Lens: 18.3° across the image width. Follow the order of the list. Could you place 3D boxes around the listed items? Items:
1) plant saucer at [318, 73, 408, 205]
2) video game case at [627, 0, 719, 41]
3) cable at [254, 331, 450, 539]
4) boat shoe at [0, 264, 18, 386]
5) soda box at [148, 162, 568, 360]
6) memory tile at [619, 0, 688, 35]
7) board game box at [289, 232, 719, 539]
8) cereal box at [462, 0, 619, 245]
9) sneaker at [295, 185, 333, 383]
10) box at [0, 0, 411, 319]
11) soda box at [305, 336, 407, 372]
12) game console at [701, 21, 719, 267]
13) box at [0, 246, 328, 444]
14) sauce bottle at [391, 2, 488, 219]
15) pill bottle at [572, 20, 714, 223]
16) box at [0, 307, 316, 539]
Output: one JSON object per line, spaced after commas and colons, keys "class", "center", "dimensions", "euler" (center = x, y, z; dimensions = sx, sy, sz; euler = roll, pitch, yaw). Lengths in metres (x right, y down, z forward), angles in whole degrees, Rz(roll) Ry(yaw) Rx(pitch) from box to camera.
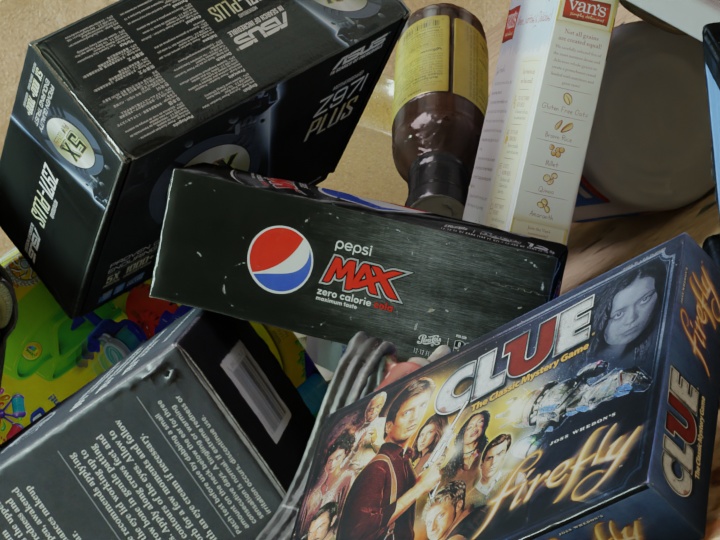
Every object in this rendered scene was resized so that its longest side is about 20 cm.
{"class": "plant saucer", "center": [-0.024, -0.065, 1.461], "dimensions": [0.198, 0.036, 0.201], "euler": [2, 38, -1]}
{"class": "video game case", "center": [0.189, -0.151, 1.221], "dimensions": [0.022, 0.199, 0.182], "euler": [-63, -13, 18]}
{"class": "cable", "center": [-0.010, 0.103, 0.992], "dimensions": [0.050, 0.098, 0.200], "euler": [10, 38, 26]}
{"class": "boat shoe", "center": [-0.212, 0.019, 1.185], "dimensions": [0.066, 0.072, 0.203], "euler": [-14, 60, 29]}
{"class": "soda box", "center": [0.000, 0.000, 1.120], "dimensions": [0.063, 0.198, 0.071], "euler": [-32, -45, -79]}
{"class": "memory tile", "center": [0.191, -0.146, 1.282], "dimensions": [0.017, 0.199, 0.153], "euler": [-63, 0, 16]}
{"class": "board game box", "center": [0.053, 0.079, 0.882], "dimensions": [0.199, 0.035, 0.136], "euler": [-30, 29, 34]}
{"class": "cereal box", "center": [0.091, -0.056, 1.233], "dimensions": [0.144, 0.039, 0.202], "euler": [-143, 66, -82]}
{"class": "sneaker", "center": [0.027, -0.025, 1.487], "dimensions": [0.200, 0.116, 0.076], "euler": [-35, 7, -3]}
{"class": "box", "center": [-0.090, -0.086, 1.223], "dimensions": [0.199, 0.086, 0.164], "euler": [-30, -18, -32]}
{"class": "soda box", "center": [0.013, 0.028, 1.296], "dimensions": [0.063, 0.069, 0.200], "euler": [7, 1, -8]}
{"class": "game console", "center": [0.126, -0.011, 1.003], "dimensions": [0.117, 0.174, 0.200], "euler": [-6, 12, 6]}
{"class": "box", "center": [-0.148, 0.071, 1.332], "dimensions": [0.192, 0.201, 0.122], "euler": [-39, 9, -26]}
{"class": "sauce bottle", "center": [0.049, -0.092, 1.420], "dimensions": [0.064, 0.065, 0.201], "euler": [-31, 30, 26]}
{"class": "pill bottle", "center": [0.145, -0.087, 1.374], "dimensions": [0.112, 0.113, 0.200], "euler": [-36, 8, -14]}
{"class": "box", "center": [-0.129, 0.117, 1.129], "dimensions": [0.199, 0.105, 0.148], "euler": [-35, 5, 10]}
